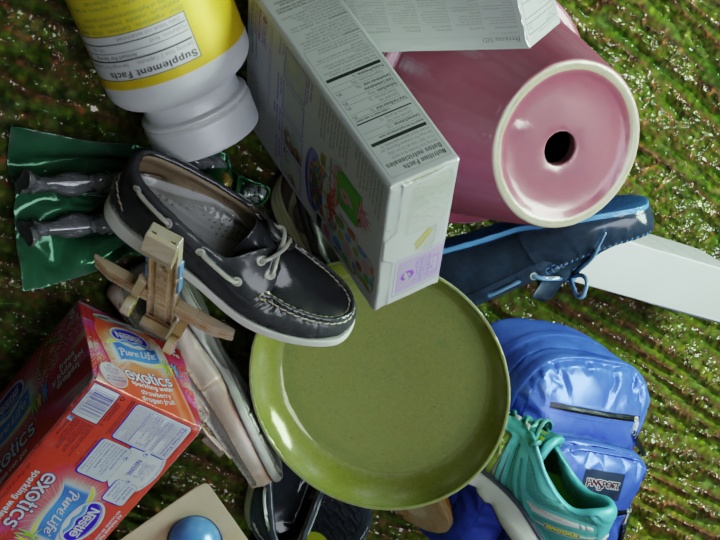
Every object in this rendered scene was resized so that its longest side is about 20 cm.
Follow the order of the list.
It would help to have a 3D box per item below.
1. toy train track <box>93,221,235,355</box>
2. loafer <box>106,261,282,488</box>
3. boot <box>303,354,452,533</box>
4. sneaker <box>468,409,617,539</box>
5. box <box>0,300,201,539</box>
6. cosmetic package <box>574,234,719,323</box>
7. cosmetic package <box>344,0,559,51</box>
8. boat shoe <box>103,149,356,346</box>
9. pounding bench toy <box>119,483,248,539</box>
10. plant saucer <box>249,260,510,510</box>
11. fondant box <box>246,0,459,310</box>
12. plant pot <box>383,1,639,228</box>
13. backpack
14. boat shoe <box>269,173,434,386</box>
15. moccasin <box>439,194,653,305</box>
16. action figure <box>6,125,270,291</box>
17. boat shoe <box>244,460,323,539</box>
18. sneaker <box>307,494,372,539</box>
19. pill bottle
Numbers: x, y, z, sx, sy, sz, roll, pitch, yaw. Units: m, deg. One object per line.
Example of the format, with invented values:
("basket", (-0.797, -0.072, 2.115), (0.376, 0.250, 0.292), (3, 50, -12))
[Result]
("toy train track", (-0.142, 0.018, 1.225), (0.114, 0.200, 0.033), (28, 70, 2))
("loafer", (-0.127, 0.083, 1.362), (0.063, 0.072, 0.201), (-25, 100, 2))
("boot", (0.043, 0.096, 1.426), (0.202, 0.071, 0.144), (56, 48, -19))
("sneaker", (0.120, 0.137, 1.370), (0.080, 0.200, 0.077), (-49, 170, 33))
("box", (-0.219, 0.135, 1.297), (0.099, 0.096, 0.200), (28, 114, -32))
("cosmetic package", (0.234, -0.006, 1.515), (0.199, 0.083, 0.051), (15, 104, -30))
("cosmetic package", (0.040, -0.204, 1.268), (0.051, 0.199, 0.083), (-39, 123, -43))
("boat shoe", (-0.085, -0.018, 1.247), (0.199, 0.060, 0.074), (33, 49, -2))
("pounding bench toy", (-0.164, 0.280, 1.345), (0.199, 0.156, 0.124), (-34, 76, -15))
("plant saucer", (0.016, 0.082, 1.322), (0.199, 0.031, 0.201), (4, 109, 13))
("fondant box", (-0.011, -0.094, 1.243), (0.058, 0.200, 0.145), (-22, 150, -19))
("plant pot", (0.113, -0.119, 1.352), (0.199, 0.179, 0.201), (-10, 113, -24))
("backpack", (0.159, 0.152, 1.488), (0.162, 0.168, 0.201), (11, 102, -37))
("boat shoe", (0.000, -0.001, 1.347), (0.072, 0.066, 0.201), (-30, 81, -22))
("moccasin", (0.139, -0.009, 1.401), (0.199, 0.080, 0.069), (-15, 99, 19))
("action figure", (-0.157, -0.053, 1.313), (0.199, 0.055, 0.119), (-6, 99, -30))
("boat shoe", (-0.048, 0.128, 1.426), (0.074, 0.062, 0.201), (15, 94, -25))
("sneaker", (-0.067, 0.267, 1.484), (0.200, 0.066, 0.079), (-45, 158, -16))
("pill bottle", (-0.143, -0.181, 1.235), (0.111, 0.111, 0.201), (-28, 118, -15))
